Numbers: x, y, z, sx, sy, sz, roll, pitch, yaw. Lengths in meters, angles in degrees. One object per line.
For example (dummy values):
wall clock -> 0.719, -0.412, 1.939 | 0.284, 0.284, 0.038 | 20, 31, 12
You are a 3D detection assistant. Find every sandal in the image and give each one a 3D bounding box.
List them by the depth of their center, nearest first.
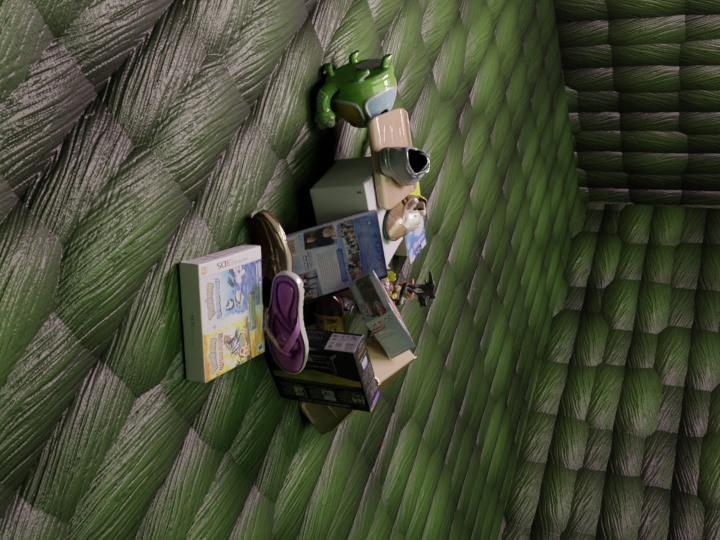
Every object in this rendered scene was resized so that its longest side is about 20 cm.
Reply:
sandal -> -0.141, 0.099, 1.405 | 0.050, 0.082, 0.203 | -39, 132, -57

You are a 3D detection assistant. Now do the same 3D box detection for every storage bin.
storage bin -> -0.005, 0.235, 1.672 | 0.199, 0.094, 0.200 | -48, 169, 27

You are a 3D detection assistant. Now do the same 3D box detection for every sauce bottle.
sauce bottle -> -0.064, 0.092, 1.590 | 0.066, 0.066, 0.200 | -50, 139, -49

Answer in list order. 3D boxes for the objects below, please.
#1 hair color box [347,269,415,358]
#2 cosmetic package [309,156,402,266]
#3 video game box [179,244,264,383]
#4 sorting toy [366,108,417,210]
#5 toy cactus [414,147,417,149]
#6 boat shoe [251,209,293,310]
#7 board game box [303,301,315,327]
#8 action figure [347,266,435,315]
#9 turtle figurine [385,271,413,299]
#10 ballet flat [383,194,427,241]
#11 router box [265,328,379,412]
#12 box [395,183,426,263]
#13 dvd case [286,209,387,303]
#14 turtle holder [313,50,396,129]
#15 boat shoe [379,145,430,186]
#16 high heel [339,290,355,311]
hair color box -> 0.044, 0.091, 1.564 | 0.099, 0.061, 0.200 | 64, 4, 30
cosmetic package -> -0.004, -0.113, 1.630 | 0.200, 0.123, 0.200 | -60, 142, -62
video game box -> -0.231, 0.067, 1.332 | 0.182, 0.047, 0.201 | -23, 115, -59
sorting toy -> 0.062, -0.233, 1.619 | 0.200, 0.036, 0.186 | -38, 122, -63
toy cactus -> 0.084, -0.241, 1.788 | 0.102, 0.165, 0.201 | 8, 80, -32
boat shoe -> -0.166, -0.007, 1.425 | 0.075, 0.075, 0.203 | -30, 114, -31
board game box -> -0.109, 0.044, 1.594 | 0.200, 0.028, 0.136 | -24, 116, -60
action figure -> 0.063, 0.049, 1.777 | 0.119, 0.199, 0.102 | 108, -29, -73
turtle figurine -> 0.071, 0.069, 1.919 | 0.200, 0.064, 0.161 | -59, 155, -24
ballet flat -> 0.102, -0.118, 1.657 | 0.200, 0.065, 0.071 | -60, 143, -59
router box -> -0.075, 0.186, 1.494 | 0.052, 0.199, 0.158 | -59, 145, -44
box -> 0.118, -0.132, 2.003 | 0.122, 0.048, 0.200 | -49, 137, -49
dvd case -> -0.050, -0.024, 1.506 | 0.199, 0.018, 0.143 | -17, 114, -16
turtle holder -> -0.003, -0.360, 1.609 | 0.186, 0.141, 0.132 | -57, 144, -47
boat shoe -> 0.103, -0.211, 1.573 | 0.201, 0.071, 0.070 | 0, 87, -67
high heel -> 0.000, 0.000, 1.690 | 0.200, 0.071, 0.143 | 134, -23, -69
